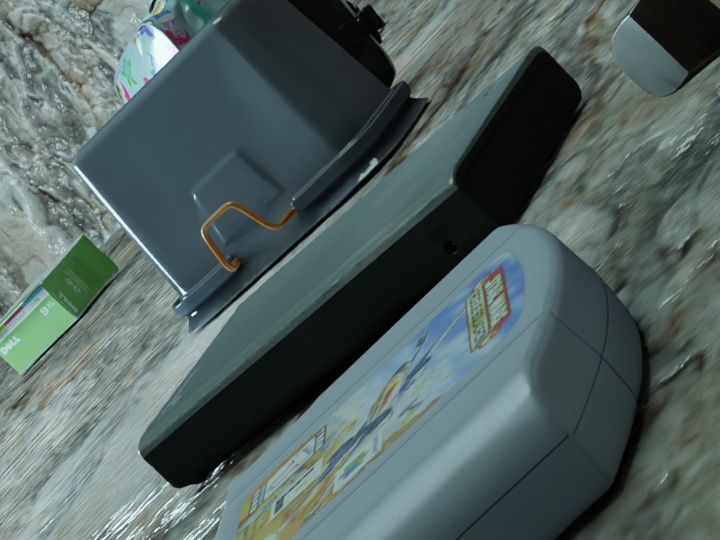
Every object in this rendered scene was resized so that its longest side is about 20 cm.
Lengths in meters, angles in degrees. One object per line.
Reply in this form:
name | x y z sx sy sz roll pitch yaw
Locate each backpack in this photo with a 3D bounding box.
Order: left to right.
backpack | -0.086 -0.141 1.719 0.151 0.178 0.200 -42 2 -21

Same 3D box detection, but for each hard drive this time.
hard drive | 0.000 0.000 0.991 0.200 0.033 0.140 -41 8 32

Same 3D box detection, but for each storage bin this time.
storage bin | -0.082 -0.075 1.482 0.200 0.134 0.146 -42 8 30

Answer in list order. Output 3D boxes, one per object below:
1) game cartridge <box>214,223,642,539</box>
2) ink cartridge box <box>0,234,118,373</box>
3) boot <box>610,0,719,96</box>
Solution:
game cartridge | 0.015 0.049 0.624 0.133 0.042 0.200 -48 6 9
ink cartridge box | -0.347 0.046 2.596 0.104 0.059 0.200 -42 8 24
boot | 0.150 -0.122 0.695 0.146 0.070 0.200 -45 7 -14
